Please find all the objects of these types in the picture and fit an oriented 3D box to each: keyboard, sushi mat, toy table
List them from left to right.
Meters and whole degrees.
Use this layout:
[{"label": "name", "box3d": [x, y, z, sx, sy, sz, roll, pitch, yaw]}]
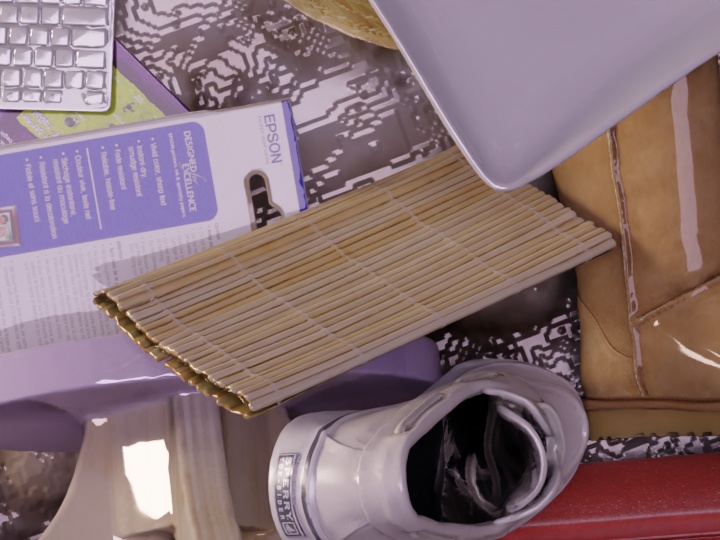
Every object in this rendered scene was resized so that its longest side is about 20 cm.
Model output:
[{"label": "keyboard", "box3d": [-0.200, -0.095, 1.178, 0.199, 0.011, 0.057, 2, 90, 0]}, {"label": "toy table", "box3d": [-0.063, 0.093, 1.130, 0.199, 0.184, 0.118, -5, 75, 1]}, {"label": "sushi mat", "box3d": [0.000, 0.000, 1.116, 0.096, 0.199, 0.012, 34, 132, 35]}]

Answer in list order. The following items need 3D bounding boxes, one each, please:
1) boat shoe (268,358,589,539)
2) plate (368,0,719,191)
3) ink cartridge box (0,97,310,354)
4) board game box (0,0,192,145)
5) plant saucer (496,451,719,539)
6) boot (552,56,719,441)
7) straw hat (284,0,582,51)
[{"label": "boat shoe", "box3d": [0.045, 0.069, 1.094, 0.065, 0.200, 0.072, -4, 87, 33]}, {"label": "plate", "box3d": [0.076, -0.158, 1.114, 0.200, 0.032, 0.200, -33, 83, -12]}, {"label": "ink cartridge box", "box3d": [-0.119, -0.007, 1.165, 0.199, 0.037, 0.095, -10, 94, -1]}, {"label": "board game box", "box3d": [-0.173, -0.083, 1.196, 0.200, 0.032, 0.120, 44, 86, 0]}, {"label": "plant saucer", "box3d": [0.139, 0.175, 1.161, 0.199, 0.037, 0.201, -6, 89, 20]}, {"label": "boot", "box3d": [0.137, -0.036, 1.145, 0.175, 0.066, 0.201, -7, 91, 41]}, {"label": "straw hat", "box3d": [0.024, -0.174, 1.172, 0.200, 0.085, 0.202, 1, 79, -7]}]
